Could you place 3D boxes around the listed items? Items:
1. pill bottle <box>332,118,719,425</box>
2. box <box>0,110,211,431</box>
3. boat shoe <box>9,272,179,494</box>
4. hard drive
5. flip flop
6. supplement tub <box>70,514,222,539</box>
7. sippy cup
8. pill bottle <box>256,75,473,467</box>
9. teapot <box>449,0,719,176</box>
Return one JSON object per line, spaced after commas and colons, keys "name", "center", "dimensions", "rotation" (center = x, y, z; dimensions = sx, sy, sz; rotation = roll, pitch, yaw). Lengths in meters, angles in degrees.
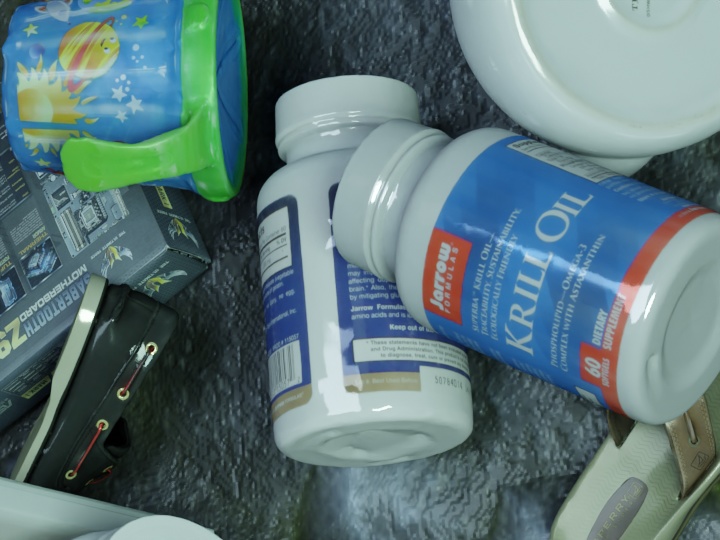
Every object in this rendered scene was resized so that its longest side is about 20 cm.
{"name": "pill bottle", "center": [0.087, -0.007, 1.473], "dimensions": [0.199, 0.112, 0.113], "rotation": [22, 91, 31]}
{"name": "box", "center": [-0.202, -0.014, 1.787], "dimensions": [0.200, 0.051, 0.158], "rotation": [-38, 59, 21]}
{"name": "boat shoe", "center": [-0.168, 0.101, 1.719], "dimensions": [0.074, 0.063, 0.202], "rotation": [-89, 22, -69]}
{"name": "hard drive", "center": [-0.192, 0.160, 1.642], "dimensions": [0.131, 0.200, 0.026], "rotation": [-23, 65, 28]}
{"name": "flip flop", "center": [0.155, 0.079, 1.508], "dimensions": [0.081, 0.057, 0.201], "rotation": [38, 101, 35]}
{"name": "supplement tub", "center": [-0.149, 0.227, 1.550], "dimensions": [0.200, 0.144, 0.145], "rotation": [-37, 59, 38]}
{"name": "sippy cup", "center": [-0.138, -0.108, 1.686], "dimensions": [0.130, 0.178, 0.141], "rotation": [-2, 85, 5]}
{"name": "pill bottle", "center": [0.000, 0.000, 1.604], "dimensions": [0.111, 0.111, 0.201], "rotation": [-16, 69, 31]}
{"name": "teapot", "center": [0.125, -0.155, 1.535], "dimensions": [0.200, 0.197, 0.146], "rotation": [-49, 15, -10]}
